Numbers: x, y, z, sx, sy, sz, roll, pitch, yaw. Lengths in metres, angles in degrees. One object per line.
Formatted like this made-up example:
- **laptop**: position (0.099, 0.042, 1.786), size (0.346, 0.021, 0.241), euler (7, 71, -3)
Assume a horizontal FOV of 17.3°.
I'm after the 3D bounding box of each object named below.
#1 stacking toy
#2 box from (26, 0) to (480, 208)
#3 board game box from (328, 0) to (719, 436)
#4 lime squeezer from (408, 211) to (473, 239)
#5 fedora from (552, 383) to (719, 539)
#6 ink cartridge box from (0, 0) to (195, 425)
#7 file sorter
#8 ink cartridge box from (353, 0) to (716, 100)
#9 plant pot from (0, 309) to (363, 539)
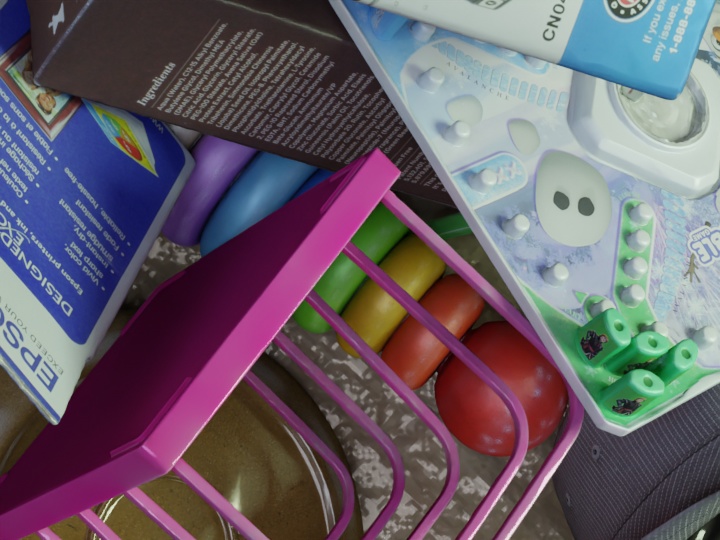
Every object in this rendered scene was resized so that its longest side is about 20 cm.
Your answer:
- **stacking toy**: position (0.000, 0.000, 0.945), size (0.200, 0.085, 0.085), euler (39, 103, 7)
- **box**: position (-0.021, -0.100, 0.883), size (0.200, 0.100, 0.075), euler (14, 140, -28)
- **board game box**: position (0.110, -0.063, 0.866), size (0.200, 0.200, 0.026), euler (58, 143, 10)
- **lime squeezer**: position (0.069, -0.061, 0.971), size (0.071, 0.038, 0.200), euler (41, 106, 30)
- **fedora**: position (0.142, 0.069, 0.925), size (0.177, 0.200, 0.090), euler (-21, 64, -23)
- **ink cartridge box**: position (-0.152, -0.061, 0.805), size (0.047, 0.200, 0.198), euler (-31, 108, 25)
- **file sorter**: position (-0.032, 0.071, 0.862), size (0.125, 0.200, 0.139), euler (44, 62, -10)
- **ink cartridge box**: position (0.027, -0.154, 0.756), size (0.200, 0.084, 0.145), euler (15, 102, -21)
- **plant pot**: position (-0.084, 0.114, 0.963), size (0.200, 0.027, 0.201), euler (4, 81, -24)
